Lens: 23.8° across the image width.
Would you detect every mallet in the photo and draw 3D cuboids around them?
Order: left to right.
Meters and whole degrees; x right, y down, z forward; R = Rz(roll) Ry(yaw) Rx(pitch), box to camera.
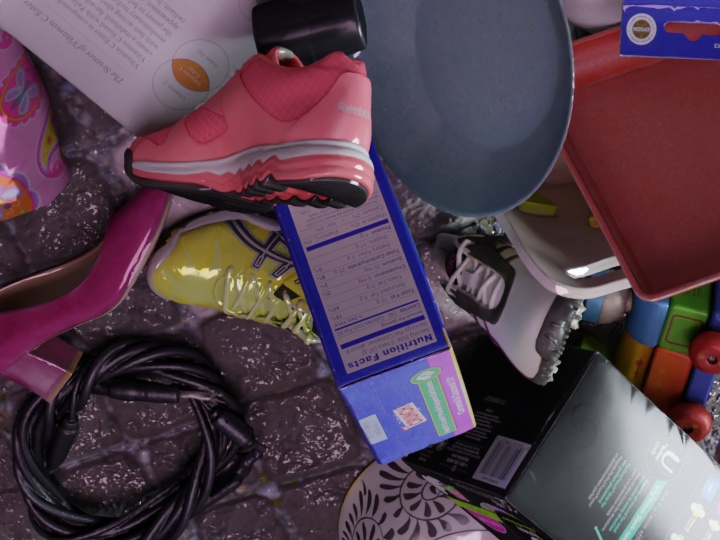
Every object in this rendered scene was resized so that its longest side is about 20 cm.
[{"bbox_3d":[-0.056,-0.202,0.944,0.065,0.041,0.201,-18,120,10],"label":"mallet"}]

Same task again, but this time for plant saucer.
[{"bbox_3d":[0.069,-0.135,1.061,0.038,0.201,0.202,-18,134,-38],"label":"plant saucer"},{"bbox_3d":[0.222,-0.079,1.051,0.198,0.201,0.037,-19,146,-5],"label":"plant saucer"}]

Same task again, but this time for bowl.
[{"bbox_3d":[0.084,0.230,1.343,0.199,0.095,0.202,-2,124,-3],"label":"bowl"}]

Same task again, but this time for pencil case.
[{"bbox_3d":[-0.252,-0.128,1.078,0.087,0.088,0.201,-15,124,6],"label":"pencil case"}]

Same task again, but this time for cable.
[{"bbox_3d":[-0.181,0.139,1.284,0.199,0.051,0.163,-32,121,17],"label":"cable"}]

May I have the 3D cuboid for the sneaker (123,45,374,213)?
[{"bbox_3d":[-0.059,-0.081,0.974,0.073,0.199,0.088,16,80,-42],"label":"sneaker"}]

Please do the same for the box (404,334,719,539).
[{"bbox_3d":[0.163,0.156,1.230,0.200,0.148,0.125,40,76,-24],"label":"box"}]

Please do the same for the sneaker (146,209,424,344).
[{"bbox_3d":[-0.050,0.009,1.190,0.198,0.077,0.076,3,126,-6],"label":"sneaker"}]

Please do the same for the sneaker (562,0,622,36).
[{"bbox_3d":[0.118,-0.209,1.053,0.076,0.081,0.200,-34,124,15],"label":"sneaker"}]

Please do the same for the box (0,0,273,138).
[{"bbox_3d":[-0.105,-0.196,1.026,0.200,0.107,0.152,-40,120,20],"label":"box"}]

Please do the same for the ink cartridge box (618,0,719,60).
[{"bbox_3d":[0.210,-0.228,1.028,0.094,0.037,0.202,2,100,-6],"label":"ink cartridge box"}]

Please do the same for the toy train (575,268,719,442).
[{"bbox_3d":[0.205,0.081,1.269,0.115,0.085,0.201,14,131,5],"label":"toy train"}]

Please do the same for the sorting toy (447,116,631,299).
[{"bbox_3d":[0.164,-0.049,1.106,0.198,0.181,0.108,-11,125,3],"label":"sorting toy"}]

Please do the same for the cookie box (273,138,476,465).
[{"bbox_3d":[0.000,0.000,1.074,0.075,0.201,0.171,-20,158,0],"label":"cookie box"}]

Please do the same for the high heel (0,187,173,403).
[{"bbox_3d":[-0.209,-0.003,1.186,0.096,0.068,0.200,33,119,-10],"label":"high heel"}]

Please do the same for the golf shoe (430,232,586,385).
[{"bbox_3d":[0.095,0.020,1.141,0.087,0.200,0.078,22,97,-8],"label":"golf shoe"}]
